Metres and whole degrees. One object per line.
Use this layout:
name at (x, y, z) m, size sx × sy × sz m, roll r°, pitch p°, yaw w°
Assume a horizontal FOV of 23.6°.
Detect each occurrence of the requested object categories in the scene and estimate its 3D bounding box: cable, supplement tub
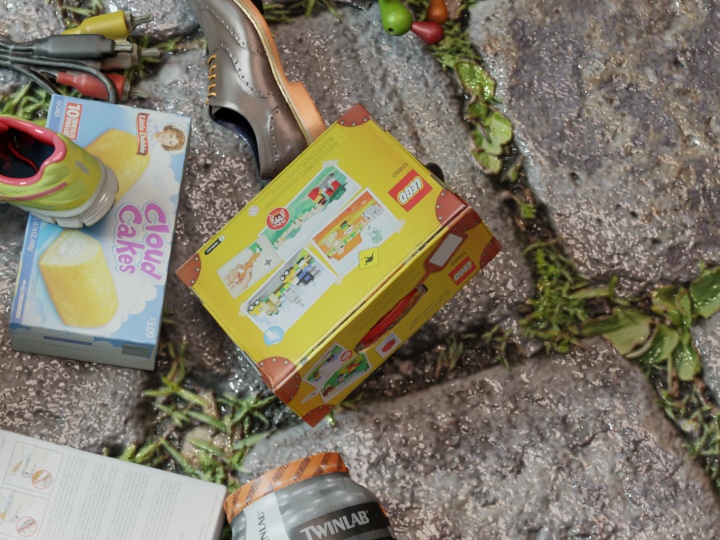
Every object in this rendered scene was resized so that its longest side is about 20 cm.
cable at (-0.270, -0.173, 1.437) m, size 0.200 × 0.050 × 0.097 m, roll 2°, pitch 84°, yaw 4°
supplement tub at (-0.019, 0.242, 1.255) m, size 0.122 × 0.123 × 0.200 m, roll -20°, pitch 73°, yaw -17°

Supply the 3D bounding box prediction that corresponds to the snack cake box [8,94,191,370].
snack cake box at (-0.203, -0.030, 1.364) m, size 0.115 × 0.067 × 0.200 m, roll 8°, pitch 67°, yaw -6°

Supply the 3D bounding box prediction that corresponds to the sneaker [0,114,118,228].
sneaker at (-0.286, -0.089, 1.303) m, size 0.200 × 0.090 × 0.078 m, roll 6°, pitch 68°, yaw 18°

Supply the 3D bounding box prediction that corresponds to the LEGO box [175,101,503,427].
LEGO box at (-0.018, -0.007, 1.319) m, size 0.200 × 0.077 × 0.149 m, roll -43°, pitch 54°, yaw 0°

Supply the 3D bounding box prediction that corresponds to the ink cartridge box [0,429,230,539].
ink cartridge box at (-0.212, 0.215, 1.279) m, size 0.200 × 0.057 × 0.163 m, roll 13°, pitch 66°, yaw 4°

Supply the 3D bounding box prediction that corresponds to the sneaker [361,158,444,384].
sneaker at (0.000, 0.000, 1.400) m, size 0.085 × 0.073 × 0.200 m, roll 11°, pitch 71°, yaw 33°

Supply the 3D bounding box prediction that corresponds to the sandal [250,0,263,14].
sandal at (-0.123, -0.309, 1.487) m, size 0.048 × 0.075 × 0.200 m, roll -25°, pitch 73°, yaw -14°

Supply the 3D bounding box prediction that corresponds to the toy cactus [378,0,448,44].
toy cactus at (0.015, -0.294, 1.506) m, size 0.165 × 0.102 × 0.200 m, roll 6°, pitch 75°, yaw 3°

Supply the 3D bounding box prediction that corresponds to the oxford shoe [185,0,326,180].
oxford shoe at (-0.104, -0.167, 1.437) m, size 0.073 × 0.071 × 0.200 m, roll -29°, pitch 76°, yaw -14°
